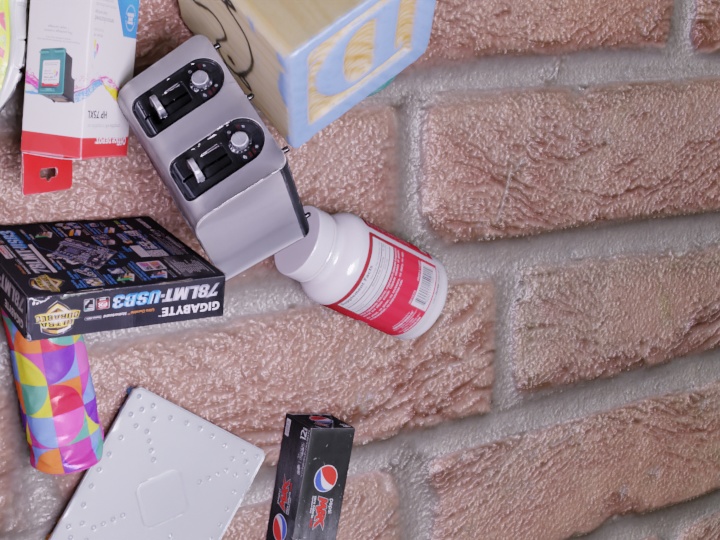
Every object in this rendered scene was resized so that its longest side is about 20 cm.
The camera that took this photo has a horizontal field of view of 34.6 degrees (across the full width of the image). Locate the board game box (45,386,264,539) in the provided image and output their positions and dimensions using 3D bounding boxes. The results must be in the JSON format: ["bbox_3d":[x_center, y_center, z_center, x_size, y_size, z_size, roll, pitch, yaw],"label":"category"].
[{"bbox_3d":[-0.232,0.258,1.325,0.199,0.026,0.201,34,81,-35],"label":"board game box"}]

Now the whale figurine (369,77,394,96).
[{"bbox_3d":[0.014,-0.292,1.317,0.159,0.103,0.201,35,82,-34],"label":"whale figurine"}]

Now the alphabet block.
[{"bbox_3d":[-0.057,-0.285,1.161,0.196,0.196,0.200,-37,75,-15],"label":"alphabet block"}]

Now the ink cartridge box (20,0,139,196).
[{"bbox_3d":[-0.276,-0.173,1.136,0.066,0.116,0.203,8,99,11],"label":"ink cartridge box"}]

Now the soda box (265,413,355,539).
[{"bbox_3d":[-0.065,0.280,1.421,0.070,0.063,0.203,5,98,-35],"label":"soda box"}]

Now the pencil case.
[{"bbox_3d":[-0.316,0.109,1.201,0.088,0.088,0.202,-13,110,-31],"label":"pencil case"}]

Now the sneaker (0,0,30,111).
[{"bbox_3d":[-0.362,-0.246,1.100,0.089,0.078,0.203,5,93,-26],"label":"sneaker"}]

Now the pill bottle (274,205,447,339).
[{"bbox_3d":[0.000,0.000,1.370,0.199,0.112,0.113,26,86,-35],"label":"pill bottle"}]

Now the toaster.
[{"bbox_3d":[-0.144,-0.108,1.177,0.118,0.182,0.200,-30,158,-6],"label":"toaster"}]

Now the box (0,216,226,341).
[{"bbox_3d":[-0.262,0.001,1.139,0.197,0.199,0.050,-8,114,-33],"label":"box"}]
